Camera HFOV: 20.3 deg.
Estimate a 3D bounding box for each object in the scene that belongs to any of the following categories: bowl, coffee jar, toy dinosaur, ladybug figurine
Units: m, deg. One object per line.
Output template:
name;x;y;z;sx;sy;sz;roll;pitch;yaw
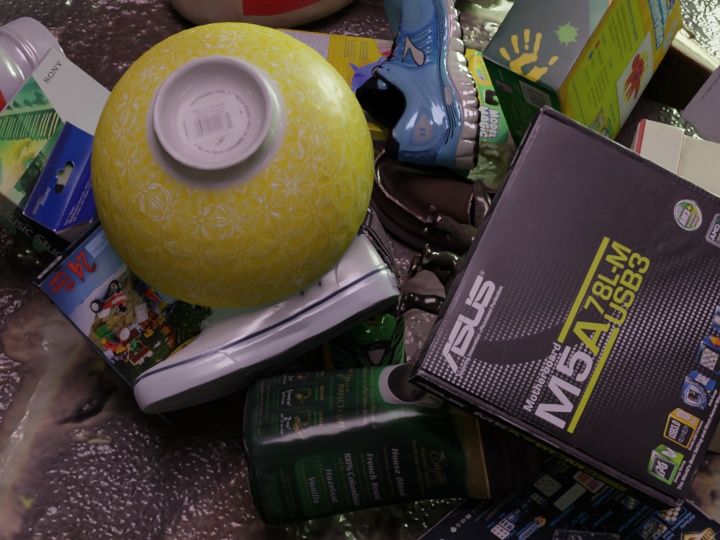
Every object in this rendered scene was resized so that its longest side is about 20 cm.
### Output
bowl;-0.092;-0.086;1.337;0.198;0.108;0.202;-1;72;4
coffee jar;0.023;0.111;1.363;0.198;0.086;0.105;-8;29;6
toy dinosaur;0.088;0.005;1.447;0.102;0.077;0.200;21;24;-3
ladybug figurine;-0.075;-0.274;1.752;0.199;0.072;0.136;-21;52;-24

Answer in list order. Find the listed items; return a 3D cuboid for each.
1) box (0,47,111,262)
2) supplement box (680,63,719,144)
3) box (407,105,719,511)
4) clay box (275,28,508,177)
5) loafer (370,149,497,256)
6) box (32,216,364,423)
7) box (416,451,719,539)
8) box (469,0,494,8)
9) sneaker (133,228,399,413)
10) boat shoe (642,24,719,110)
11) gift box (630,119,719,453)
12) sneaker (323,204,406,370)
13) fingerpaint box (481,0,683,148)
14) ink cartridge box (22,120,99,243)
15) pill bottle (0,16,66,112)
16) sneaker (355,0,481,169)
box;-0.191;-0.058;1.504;0.199;0.036;0.145;36;48;-9
supplement box;0.352;-0.095;1.580;0.199;0.061;0.109;10;35;-47
box;0.158;0.025;1.303;0.192;0.048;0.201;28;78;-5
clay box;0.022;-0.137;1.654;0.198;0.048;0.116;7;47;-2
loafer;0.087;-0.046;1.560;0.199;0.071;0.073;33;51;22
box;-0.114;-0.011;1.422;0.200;0.038;0.137;-45;104;-10
box;0.137;0.203;1.351;0.159;0.046;0.200;36;53;26
box;0.054;-0.337;1.749;0.199;0.109;0.129;22;39;-27
sneaker;-0.073;0.033;1.390;0.199;0.073;0.071;-26;78;-13
boat shoe;0.239;-0.204;1.729;0.200;0.074;0.063;30;55;29
gift box;0.238;0.020;1.442;0.185;0.185;0.201;15;43;4
sneaker;0.000;0.000;1.498;0.077;0.086;0.201;-6;47;-12
fingerpaint box;0.177;-0.183;1.574;0.073;0.200;0.168;28;81;20
ink cartridge box;-0.141;-0.034;1.476;0.199;0.039;0.100;30;51;-16
pill bottle;-0.324;-0.121;1.551;0.199;0.113;0.112;-33;58;-31
sneaker;0.038;-0.162;1.595;0.089;0.079;0.201;-6;47;-6
